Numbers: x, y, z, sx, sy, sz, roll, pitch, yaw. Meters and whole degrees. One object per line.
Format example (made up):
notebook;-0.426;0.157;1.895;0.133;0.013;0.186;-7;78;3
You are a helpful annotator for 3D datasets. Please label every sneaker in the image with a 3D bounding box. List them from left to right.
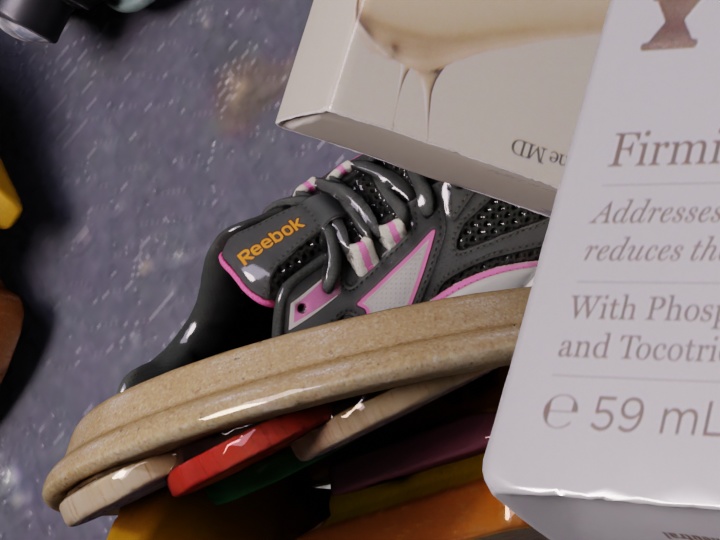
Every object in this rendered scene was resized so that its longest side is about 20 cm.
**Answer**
sneaker;0.000;0.000;0.913;0.200;0.086;0.080;-54;49;8

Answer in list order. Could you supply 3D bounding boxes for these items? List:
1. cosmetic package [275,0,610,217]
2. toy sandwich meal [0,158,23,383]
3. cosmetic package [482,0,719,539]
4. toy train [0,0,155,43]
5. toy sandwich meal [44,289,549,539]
cosmetic package;0.056;-0.123;0.854;0.073;0.103;0.201;175;112;-76
toy sandwich meal;-0.192;-0.007;1.104;0.205;0.070;0.206;-30;49;41
cosmetic package;0.158;-0.003;0.698;0.167;0.166;0.201;0;64;37
toy train;-0.098;-0.183;1.082;0.114;0.085;0.201;25;90;54
toy sandwich meal;0.013;0.060;0.796;0.204;0.205;0.071;-20;77;34
